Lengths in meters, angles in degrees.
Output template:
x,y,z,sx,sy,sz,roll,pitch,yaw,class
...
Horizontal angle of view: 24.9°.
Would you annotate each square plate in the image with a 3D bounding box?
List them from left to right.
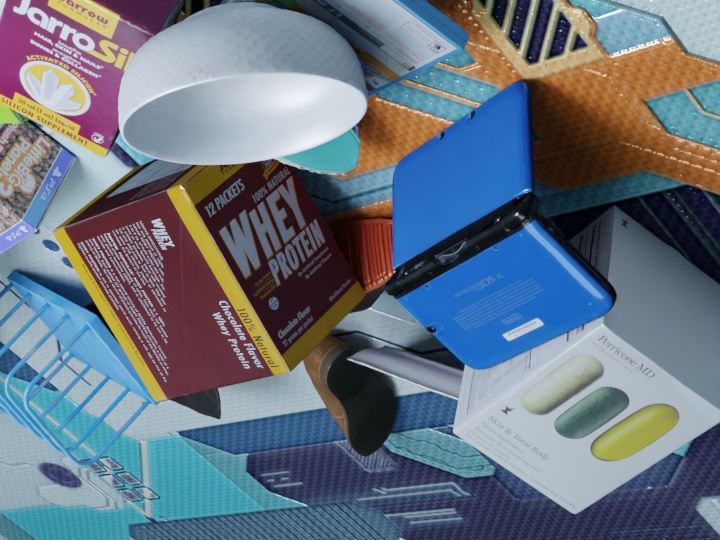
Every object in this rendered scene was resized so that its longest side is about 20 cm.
x,y,z,sx,sy,sz,roll,pitch,yaw,class
0.097,0.113,1.636,0.196,0.029,0.200,19,179,11,square plate

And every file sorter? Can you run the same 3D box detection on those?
x,y,z,sx,sy,sz,roll,pitch,yaw,class
-0.344,0.112,1.813,0.199,0.123,0.139,21,152,49,file sorter

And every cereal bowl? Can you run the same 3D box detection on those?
x,y,z,sx,sy,sz,roll,pitch,yaw,class
-0.096,-0.156,1.294,0.197,0.084,0.200,-8,166,-2,cereal bowl

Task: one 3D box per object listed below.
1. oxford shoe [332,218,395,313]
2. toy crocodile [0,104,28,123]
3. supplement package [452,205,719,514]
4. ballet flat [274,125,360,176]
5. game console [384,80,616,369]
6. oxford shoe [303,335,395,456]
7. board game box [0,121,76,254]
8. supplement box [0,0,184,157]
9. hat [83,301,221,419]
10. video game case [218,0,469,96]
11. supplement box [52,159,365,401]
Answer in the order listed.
x,y,z,sx,sy,sz,roll,pitch,yaw,class
0.000,0.000,1.589,0.072,0.072,0.199,13,157,-40,oxford shoe
-0.369,-0.207,1.509,0.067,0.062,0.200,0,146,30,toy crocodile
0.208,0.083,1.450,0.151,0.152,0.200,34,132,-17,supplement package
-0.090,-0.144,1.419,0.198,0.072,0.072,20,149,-17,ballet flat
0.118,-0.032,1.384,0.171,0.119,0.199,43,144,-13,game console
-0.014,0.130,1.784,0.071,0.071,0.201,34,158,37,oxford shoe
-0.417,-0.111,1.631,0.199,0.098,0.159,38,144,-22,board game box
-0.230,-0.207,1.378,0.130,0.104,0.200,27,146,-7,supplement box
-0.205,0.077,1.788,0.200,0.081,0.201,33,156,17,hat
-0.019,-0.197,1.303,0.142,0.018,0.199,33,158,-20,video game case
-0.142,-0.006,1.529,0.199,0.133,0.199,-15,110,44,supplement box
